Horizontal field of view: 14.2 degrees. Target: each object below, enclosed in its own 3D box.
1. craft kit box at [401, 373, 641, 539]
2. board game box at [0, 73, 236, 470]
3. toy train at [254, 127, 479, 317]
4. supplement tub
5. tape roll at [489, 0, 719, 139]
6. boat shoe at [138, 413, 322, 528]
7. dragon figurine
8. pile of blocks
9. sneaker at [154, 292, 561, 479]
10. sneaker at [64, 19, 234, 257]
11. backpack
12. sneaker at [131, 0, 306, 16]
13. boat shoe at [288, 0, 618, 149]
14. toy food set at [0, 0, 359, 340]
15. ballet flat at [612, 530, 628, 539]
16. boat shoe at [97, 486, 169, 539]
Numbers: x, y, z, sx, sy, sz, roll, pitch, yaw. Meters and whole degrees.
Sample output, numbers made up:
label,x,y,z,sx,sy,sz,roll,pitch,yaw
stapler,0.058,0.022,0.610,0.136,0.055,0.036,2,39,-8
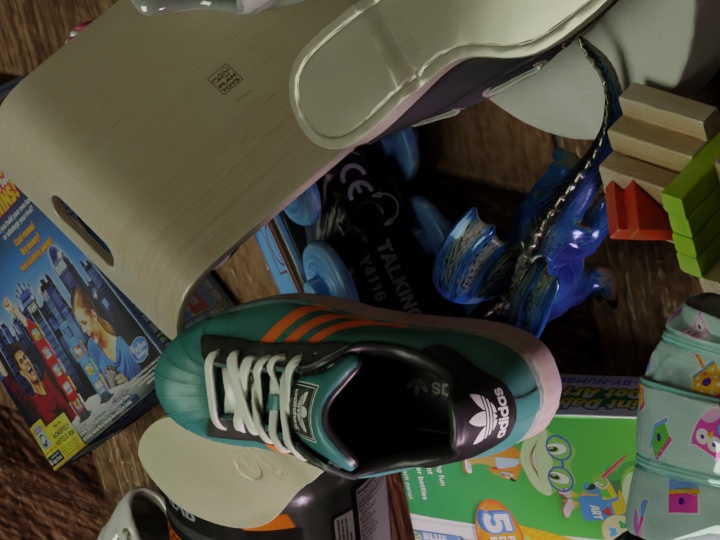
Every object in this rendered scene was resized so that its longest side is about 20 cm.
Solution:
label,x,y,z,sx,sy,sz,roll,pitch,yaw
craft kit box,0.124,0.145,1.364,0.197,0.049,0.200,-1,116,26
board game box,-0.174,-0.006,1.699,0.200,0.062,0.200,60,147,5
toy train,0.000,0.000,1.447,0.200,0.087,0.114,65,159,0
supplement tub,-0.044,0.137,1.573,0.122,0.122,0.200,26,133,42
tape roll,0.084,-0.156,1.266,0.203,0.037,0.203,34,138,36
boat shoe,-0.045,0.074,1.418,0.074,0.063,0.201,45,147,-7
dragon figurine,0.073,-0.003,1.278,0.059,0.099,0.200,39,142,19
pile of blocks,0.175,0.001,1.200,0.200,0.062,0.082,35,152,17
sneaker,-0.017,0.051,1.265,0.200,0.080,0.071,-1,99,32
sneaker,-0.103,-0.053,1.535,0.200,0.074,0.088,-121,15,-47
backpack,0.204,0.078,1.121,0.200,0.167,0.127,9,87,9
sneaker,-0.021,-0.147,1.287,0.200,0.081,0.075,-9,107,38
boat shoe,0.056,-0.114,1.246,0.200,0.063,0.073,-30,78,37
toy food set,-0.059,-0.077,1.377,0.144,0.200,0.060,43,167,26
ballet flat,0.191,0.124,1.256,0.200,0.057,0.067,-21,108,28
boat shoe,-0.092,0.215,1.740,0.200,0.071,0.069,49,146,21
